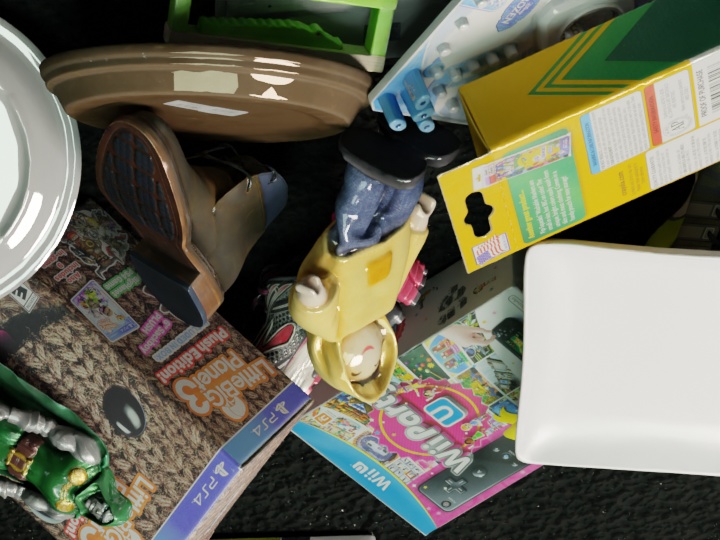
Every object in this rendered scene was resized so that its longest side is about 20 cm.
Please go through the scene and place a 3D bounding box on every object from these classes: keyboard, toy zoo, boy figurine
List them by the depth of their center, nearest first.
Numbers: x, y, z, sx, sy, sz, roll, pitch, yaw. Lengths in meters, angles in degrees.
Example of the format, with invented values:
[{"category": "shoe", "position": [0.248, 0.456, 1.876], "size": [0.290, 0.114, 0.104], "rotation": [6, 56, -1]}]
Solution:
[{"category": "toy zoo", "position": [-0.032, -0.216, 1.527], "size": [0.130, 0.020, 0.201], "rotation": [5, 111, -15]}, {"category": "keyboard", "position": [0.013, -0.147, 1.594], "size": [0.198, 0.011, 0.057], "rotation": [-6, 137, -10]}, {"category": "boy figurine", "position": [0.000, 0.000, 1.654], "size": [0.064, 0.124, 0.201], "rotation": [32, 129, 23]}]

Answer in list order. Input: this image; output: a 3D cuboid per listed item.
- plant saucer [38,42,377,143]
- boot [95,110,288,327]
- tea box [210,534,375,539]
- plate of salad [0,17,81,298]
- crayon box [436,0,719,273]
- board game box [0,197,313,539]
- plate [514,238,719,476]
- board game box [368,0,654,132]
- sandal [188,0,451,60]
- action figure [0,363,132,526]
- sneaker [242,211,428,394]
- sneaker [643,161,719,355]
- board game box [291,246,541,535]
[{"category": "plant saucer", "position": [-0.090, -0.102, 1.592], "size": [0.198, 0.030, 0.200], "rotation": [3, 173, 0]}, {"category": "boot", "position": [-0.099, -0.057, 1.641], "size": [0.074, 0.097, 0.200], "rotation": [32, 157, 22]}, {"category": "tea box", "position": [-0.079, 0.308, 1.986], "size": [0.195, 0.134, 0.201], "rotation": [-2, 133, 3]}, {"category": "plate of salad", "position": [-0.269, -0.070, 1.651], "size": [0.198, 0.048, 0.202], "rotation": [-1, 103, -3]}, {"category": "crayon box", "position": [0.135, -0.085, 1.591], "size": [0.199, 0.052, 0.126], "rotation": [-24, 151, -2]}, {"category": "board game box", "position": [-0.160, 0.086, 1.746], "size": [0.200, 0.097, 0.160], "rotation": [41, 128, 6]}, {"category": "plate", "position": [0.199, 0.051, 1.703], "size": [0.198, 0.032, 0.201], "rotation": [4, 135, 5]}, {"category": "board game box", "position": [0.134, -0.140, 1.579], "size": [0.199, 0.026, 0.200], "rotation": [6, 139, -42]}, {"category": "sandal", "position": [-0.010, -0.157, 1.617], "size": [0.199, 0.048, 0.076], "rotation": [-7, 133, -10]}, {"category": "action figure", "position": [-0.227, 0.102, 1.701], "size": [0.199, 0.055, 0.119], "rotation": [30, 123, 9]}, {"category": "sneaker", "position": [-0.047, 0.035, 1.776], "size": [0.075, 0.081, 0.200], "rotation": [43, 114, -15]}, {"category": "sneaker", "position": [0.235, -0.025, 1.706], "size": [0.073, 0.081, 0.201], "rotation": [11, 133, -11]}, {"category": "board game box", "position": [0.072, 0.077, 1.817], "size": [0.199, 0.065, 0.147], "rotation": [-33, 125, 29]}]
